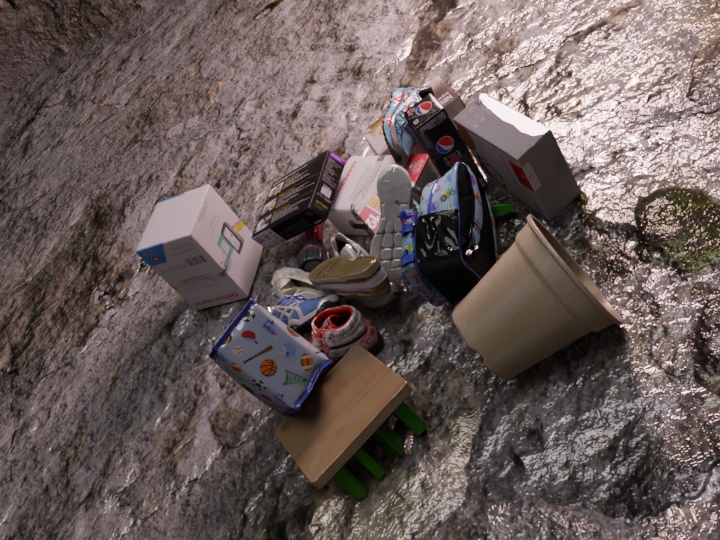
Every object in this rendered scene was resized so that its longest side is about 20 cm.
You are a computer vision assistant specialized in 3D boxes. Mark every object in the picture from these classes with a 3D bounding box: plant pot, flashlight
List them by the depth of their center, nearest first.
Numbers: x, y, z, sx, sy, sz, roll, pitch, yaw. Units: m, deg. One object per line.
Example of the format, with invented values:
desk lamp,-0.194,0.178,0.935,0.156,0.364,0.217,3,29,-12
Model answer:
plant pot,0.242,0.054,1.204,0.183,0.200,0.201,-41,38,16
flashlight,-0.095,-0.073,1.655,0.068,0.068,0.201,-37,39,31

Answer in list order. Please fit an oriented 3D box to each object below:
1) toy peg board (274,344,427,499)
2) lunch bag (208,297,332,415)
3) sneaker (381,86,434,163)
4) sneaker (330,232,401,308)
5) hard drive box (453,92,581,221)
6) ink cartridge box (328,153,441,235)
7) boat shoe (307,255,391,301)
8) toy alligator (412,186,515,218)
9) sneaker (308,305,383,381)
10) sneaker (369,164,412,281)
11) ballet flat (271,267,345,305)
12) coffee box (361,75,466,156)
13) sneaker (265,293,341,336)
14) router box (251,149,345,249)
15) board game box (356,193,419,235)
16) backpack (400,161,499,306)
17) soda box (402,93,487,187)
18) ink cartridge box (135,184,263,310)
toy peg board,-0.009,0.244,1.293,0.200,0.098,0.199,-45,24,-8
lunch bag,-0.152,0.147,1.348,0.124,0.170,0.200,-52,1,-21
sneaker,0.099,-0.289,1.580,0.095,0.079,0.201,-9,48,23
sneaker,0.000,0.000,1.502,0.074,0.087,0.200,-42,41,-9
hard drive box,0.268,-0.199,1.429,0.077,0.156,0.200,-41,39,-2
ink cartridge box,0.044,-0.145,1.607,0.199,0.084,0.145,6,57,39
boat shoe,-0.022,0.020,1.429,0.075,0.069,0.200,-44,22,-23
toy alligator,0.172,-0.106,1.465,0.199,0.059,0.055,12,94,13
sneaker,-0.071,0.127,1.420,0.201,0.108,0.067,-25,41,17
sneaker,0.064,-0.082,1.426,0.077,0.201,0.082,7,12,9
ballet flat,-0.112,0.036,1.557,0.199,0.072,0.072,6,57,42
coffee box,0.116,-0.292,1.693,0.200,0.080,0.115,-35,40,5
sneaker,-0.112,0.076,1.473,0.200,0.075,0.077,-27,71,42
router box,-0.125,-0.139,1.653,0.200,0.051,0.150,-22,43,47
board game box,0.089,-0.061,1.462,0.095,0.030,0.200,-41,74,0
backpack,0.147,-0.065,1.348,0.134,0.183,0.201,-12,63,24
soda box,0.155,-0.218,1.498,0.063,0.200,0.071,-34,39,4
ink cartridge box,-0.325,-0.043,1.705,0.146,0.200,0.147,-14,44,27
